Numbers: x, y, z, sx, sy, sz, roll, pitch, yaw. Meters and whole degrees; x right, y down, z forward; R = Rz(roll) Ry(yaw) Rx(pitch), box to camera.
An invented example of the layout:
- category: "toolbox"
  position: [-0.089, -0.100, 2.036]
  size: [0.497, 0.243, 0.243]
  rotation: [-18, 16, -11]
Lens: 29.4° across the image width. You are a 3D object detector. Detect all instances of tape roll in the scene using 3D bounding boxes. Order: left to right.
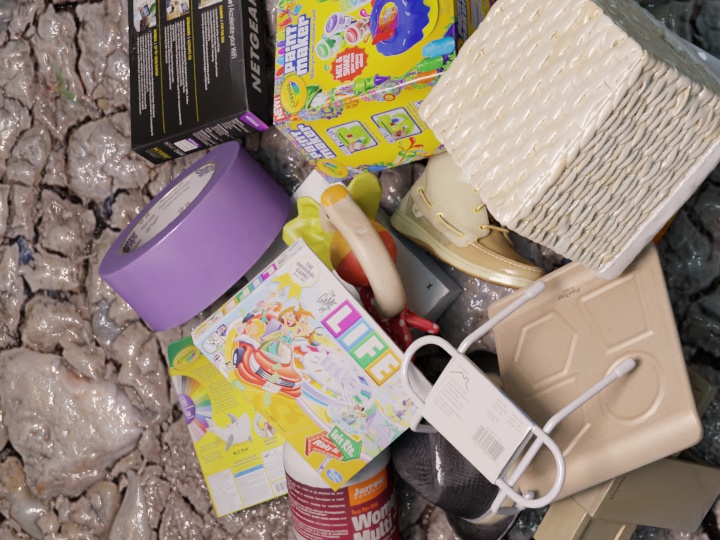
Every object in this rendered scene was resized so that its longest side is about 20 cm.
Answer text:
- category: "tape roll"
  position: [-0.172, -0.036, 1.429]
  size: [0.200, 0.200, 0.085]
  rotation: [-37, 109, 19]

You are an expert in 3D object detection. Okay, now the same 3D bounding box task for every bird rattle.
- category: "bird rattle"
  position: [0.000, 0.000, 1.324]
  size: [0.112, 0.163, 0.200]
  rotation: [-22, 71, -4]

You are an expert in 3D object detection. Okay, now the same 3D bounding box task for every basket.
- category: "basket"
  position: [0.185, -0.135, 1.189]
  size: [0.200, 0.161, 0.198]
  rotation: [-53, 43, 21]

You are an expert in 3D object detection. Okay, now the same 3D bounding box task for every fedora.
- category: "fedora"
  position: [0.087, 0.169, 1.331]
  size: [0.200, 0.091, 0.201]
  rotation: [-171, 90, -66]

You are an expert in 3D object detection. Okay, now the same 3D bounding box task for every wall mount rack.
- category: "wall mount rack"
  position: [0.135, 0.109, 1.205]
  size: [0.200, 0.074, 0.174]
  rotation: [44, 109, 33]

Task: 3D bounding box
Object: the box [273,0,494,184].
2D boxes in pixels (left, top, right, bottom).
- category: "box"
  position: [0.027, -0.218, 1.354]
  size: [0.192, 0.122, 0.201]
  rotation: [-15, 58, 23]

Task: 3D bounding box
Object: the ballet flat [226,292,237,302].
- category: "ballet flat"
  position: [-0.070, 0.104, 1.449]
  size: [0.064, 0.067, 0.200]
  rotation: [-28, 92, 52]

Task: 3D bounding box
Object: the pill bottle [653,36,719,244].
- category: "pill bottle"
  position: [0.272, -0.116, 1.292]
  size: [0.111, 0.111, 0.200]
  rotation: [35, 103, 19]

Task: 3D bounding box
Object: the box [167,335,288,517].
- category: "box"
  position: [-0.133, 0.156, 1.502]
  size: [0.117, 0.048, 0.201]
  rotation: [-22, 84, 22]

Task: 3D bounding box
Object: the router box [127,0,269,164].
- category: "router box"
  position: [-0.178, -0.230, 1.489]
  size: [0.149, 0.051, 0.201]
  rotation: [-14, 67, 23]

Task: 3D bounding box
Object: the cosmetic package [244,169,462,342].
- category: "cosmetic package"
  position: [-0.014, 0.007, 1.448]
  size: [0.200, 0.052, 0.151]
  rotation: [46, 108, 17]

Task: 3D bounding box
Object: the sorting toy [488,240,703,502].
- category: "sorting toy"
  position: [0.207, 0.089, 1.228]
  size: [0.185, 0.036, 0.201]
  rotation: [-30, 56, 33]

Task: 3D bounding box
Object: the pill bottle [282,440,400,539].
- category: "pill bottle"
  position: [-0.020, 0.211, 1.379]
  size: [0.109, 0.110, 0.201]
  rotation: [7, 121, 23]

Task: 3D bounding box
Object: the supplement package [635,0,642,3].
- category: "supplement package"
  position: [0.242, -0.323, 1.306]
  size: [0.200, 0.109, 0.114]
  rotation: [-42, 75, 17]

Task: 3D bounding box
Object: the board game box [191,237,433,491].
- category: "board game box"
  position: [-0.039, 0.087, 1.255]
  size: [0.134, 0.034, 0.200]
  rotation: [-41, 109, 1]

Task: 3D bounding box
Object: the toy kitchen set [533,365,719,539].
- category: "toy kitchen set"
  position: [0.240, 0.156, 1.324]
  size: [0.180, 0.163, 0.200]
  rotation: [41, 109, 48]

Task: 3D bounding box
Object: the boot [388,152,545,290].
- category: "boot"
  position: [0.128, -0.075, 1.358]
  size: [0.200, 0.073, 0.156]
  rotation: [33, 101, 46]
